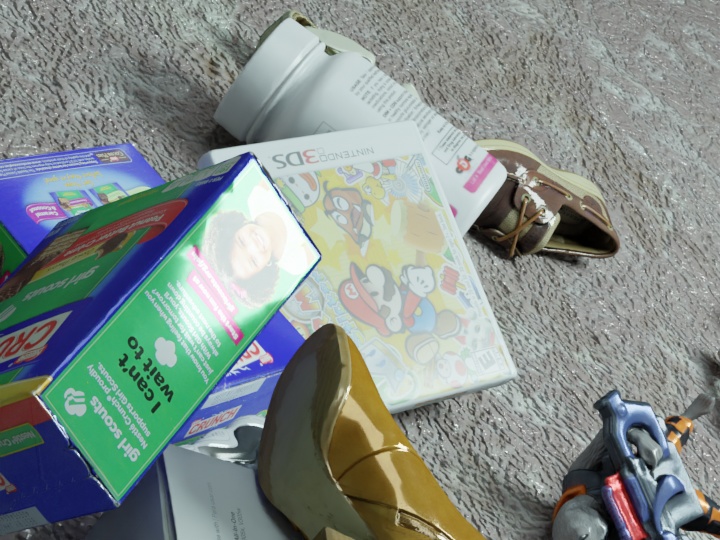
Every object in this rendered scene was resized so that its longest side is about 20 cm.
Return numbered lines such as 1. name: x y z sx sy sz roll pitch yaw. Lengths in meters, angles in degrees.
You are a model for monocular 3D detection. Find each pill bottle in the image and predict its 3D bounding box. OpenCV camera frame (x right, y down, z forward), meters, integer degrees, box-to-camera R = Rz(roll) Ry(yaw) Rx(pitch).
1. pill bottle: -0.002 -0.089 1.621 0.200 0.113 0.113 38 29 1

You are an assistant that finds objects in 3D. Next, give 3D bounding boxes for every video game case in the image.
1. video game case: 0.000 0.000 1.487 0.182 0.023 0.201 -12 74 -38

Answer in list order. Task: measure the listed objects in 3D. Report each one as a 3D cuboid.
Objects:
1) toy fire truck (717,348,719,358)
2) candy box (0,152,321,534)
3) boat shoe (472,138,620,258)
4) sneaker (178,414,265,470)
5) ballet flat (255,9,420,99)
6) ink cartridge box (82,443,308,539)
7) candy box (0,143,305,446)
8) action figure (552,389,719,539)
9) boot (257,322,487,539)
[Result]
1. toy fire truck: 0.341 0.086 1.807 0.141 0.049 0.200 16 35 -32
2. candy box: -0.140 0.042 1.122 0.077 0.169 0.200 53 47 -19
3. boat shoe: 0.132 -0.048 1.755 0.200 0.072 0.072 17 33 -42
4. sneaker: -0.070 0.153 1.238 0.114 0.076 0.200 41 27 12
5. ballet flat: 0.007 -0.135 1.749 0.200 0.062 0.067 33 30 -8
6. ink cartridge box: -0.051 0.187 1.141 0.200 0.145 0.088 19 34 -29
7. candy box: -0.149 0.021 1.343 0.200 0.077 0.169 47 30 19
8. action figure: 0.206 0.182 1.516 0.193 0.105 0.201 -8 77 -43
9. boot: 0.026 0.127 1.105 0.144 0.071 0.201 29 32 -26
